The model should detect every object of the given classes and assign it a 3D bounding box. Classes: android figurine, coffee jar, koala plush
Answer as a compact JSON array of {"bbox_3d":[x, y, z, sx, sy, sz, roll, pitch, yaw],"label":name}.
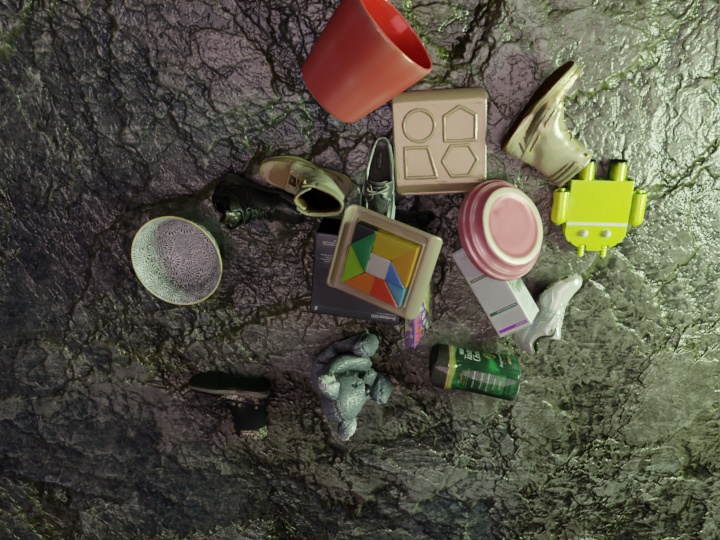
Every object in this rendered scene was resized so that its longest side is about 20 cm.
[{"bbox_3d":[0.475,-0.122,1.226,0.180,0.041,0.202,3,112,5],"label":"android figurine"},{"bbox_3d":[0.251,0.224,1.365,0.198,0.104,0.086,9,111,2],"label":"coffee jar"},{"bbox_3d":[-0.038,0.268,1.364,0.182,0.200,0.179,-14,112,12],"label":"koala plush"}]

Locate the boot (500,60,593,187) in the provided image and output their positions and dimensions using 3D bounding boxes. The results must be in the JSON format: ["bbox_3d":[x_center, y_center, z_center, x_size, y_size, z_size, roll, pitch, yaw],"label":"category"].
[{"bbox_3d":[0.383,-0.272,1.153,0.155,0.073,0.201,32,115,-7],"label":"boot"}]

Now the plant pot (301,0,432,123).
[{"bbox_3d":[0.002,-0.376,1.098,0.177,0.201,0.200,-38,105,29],"label":"plant pot"}]

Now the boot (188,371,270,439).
[{"bbox_3d":[-0.319,0.334,1.496,0.201,0.074,0.155,6,116,3],"label":"boot"}]

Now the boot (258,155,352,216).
[{"bbox_3d":[-0.120,-0.167,1.210,0.198,0.155,0.073,15,114,0],"label":"boot"}]

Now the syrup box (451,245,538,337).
[{"bbox_3d":[0.279,0.026,1.256,0.081,0.079,0.201,-28,93,33],"label":"syrup box"}]

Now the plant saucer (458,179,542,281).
[{"bbox_3d":[0.283,-0.082,1.190,0.201,0.201,0.051,46,154,-14],"label":"plant saucer"}]

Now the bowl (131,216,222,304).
[{"bbox_3d":[-0.384,-0.036,1.331,0.198,0.094,0.203,3,113,6],"label":"bowl"}]

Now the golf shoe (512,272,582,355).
[{"bbox_3d":[0.406,0.096,1.288,0.078,0.098,0.200,7,131,-46],"label":"golf shoe"}]

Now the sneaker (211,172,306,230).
[{"bbox_3d":[-0.215,-0.120,1.259,0.198,0.115,0.076,21,142,-3],"label":"sneaker"}]

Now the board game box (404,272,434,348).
[{"bbox_3d":[0.125,0.048,1.287,0.032,0.120,0.202,13,122,26],"label":"board game box"}]

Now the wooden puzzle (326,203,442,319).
[{"bbox_3d":[0.041,-0.013,1.191,0.198,0.037,0.187,21,116,9],"label":"wooden puzzle"}]

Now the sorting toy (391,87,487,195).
[{"bbox_3d":[0.157,-0.254,1.211,0.183,0.037,0.202,-2,109,7],"label":"sorting toy"}]

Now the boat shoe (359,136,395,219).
[{"bbox_3d":[0.031,-0.164,1.198,0.071,0.071,0.202,-1,86,4],"label":"boat shoe"}]

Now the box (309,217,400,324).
[{"bbox_3d":[0.000,0.000,1.297,0.198,0.104,0.184,8,112,3],"label":"box"}]
